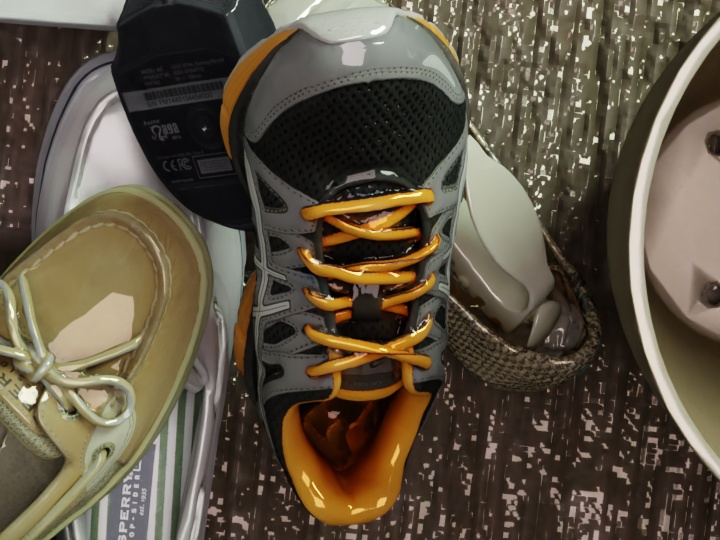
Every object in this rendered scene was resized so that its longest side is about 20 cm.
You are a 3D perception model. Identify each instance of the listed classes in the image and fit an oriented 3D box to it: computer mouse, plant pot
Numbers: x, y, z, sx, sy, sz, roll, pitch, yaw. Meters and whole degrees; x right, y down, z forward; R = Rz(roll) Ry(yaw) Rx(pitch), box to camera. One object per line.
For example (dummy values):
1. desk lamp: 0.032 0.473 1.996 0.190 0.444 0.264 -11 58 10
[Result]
1. computer mouse: -0.060 -0.105 0.851 0.058 0.034 0.201 -2 115 33
2. plant pot: 0.154 -0.011 0.859 0.186 0.200 0.189 0 93 -8

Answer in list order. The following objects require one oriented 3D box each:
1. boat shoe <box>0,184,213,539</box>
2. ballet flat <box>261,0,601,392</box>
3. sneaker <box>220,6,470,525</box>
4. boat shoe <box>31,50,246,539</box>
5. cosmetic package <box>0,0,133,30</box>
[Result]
1. boat shoe: -0.122 0.059 0.842 0.073 0.063 0.201 44 100 5
2. ballet flat: 0.016 -0.043 0.901 0.068 0.075 0.200 -42 97 -16
3. sneaker: 0.000 0.000 0.833 0.078 0.078 0.201 -7 139 -7
4. boat shoe: -0.071 0.026 0.897 0.073 0.067 0.201 -4 94 -8
5. cosmetic package: -0.147 -0.156 0.842 0.199 0.052 0.152 0 96 -37
